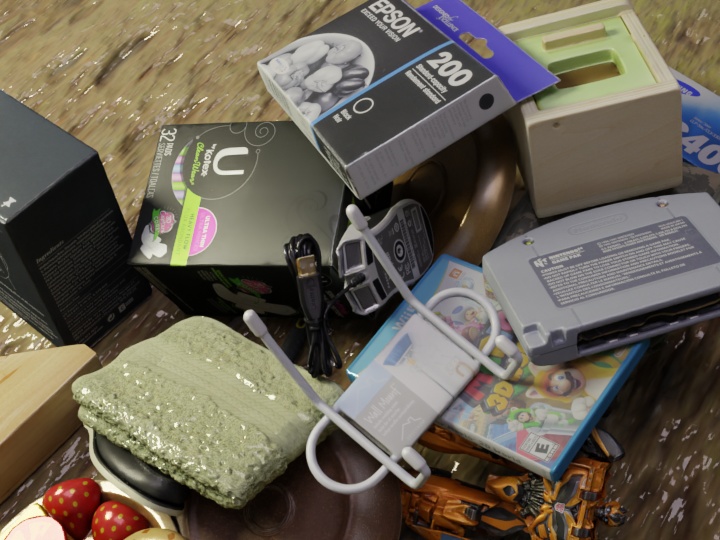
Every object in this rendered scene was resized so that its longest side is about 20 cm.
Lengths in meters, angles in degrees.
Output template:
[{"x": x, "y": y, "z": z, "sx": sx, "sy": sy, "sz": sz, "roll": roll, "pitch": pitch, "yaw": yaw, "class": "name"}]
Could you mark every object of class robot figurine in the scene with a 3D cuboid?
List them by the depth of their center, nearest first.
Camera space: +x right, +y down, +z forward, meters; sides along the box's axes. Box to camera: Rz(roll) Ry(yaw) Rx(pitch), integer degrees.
[{"x": 0.108, "y": 0.167, "z": 0.880, "sx": 0.199, "sy": 0.058, "sz": 0.146, "roll": 12, "pitch": 92, "yaw": 26, "class": "robot figurine"}]

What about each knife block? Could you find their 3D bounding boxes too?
[{"x": -0.321, "y": 0.163, "z": 0.972, "sx": 0.199, "sy": 0.064, "sz": 0.176, "roll": -9, "pitch": 51, "yaw": 0, "class": "knife block"}]

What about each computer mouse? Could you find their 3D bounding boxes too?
[{"x": 0.000, "y": 0.000, "z": 0.923, "sx": 0.044, "sy": 0.110, "sz": 0.200, "roll": -7, "pitch": 16, "yaw": 33, "class": "computer mouse"}]

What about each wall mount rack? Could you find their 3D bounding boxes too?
[{"x": 0.017, "y": 0.058, "z": 0.832, "sx": 0.174, "sy": 0.075, "sz": 0.200, "roll": 39, "pitch": 67, "yaw": 12, "class": "wall mount rack"}]

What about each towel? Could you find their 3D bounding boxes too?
[{"x": -0.120, "y": 0.103, "z": 0.884, "sx": 0.199, "sy": 0.037, "sz": 0.148, "roll": 24, "pitch": 44, "yaw": 34, "class": "towel"}]

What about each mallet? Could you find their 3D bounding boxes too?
[{"x": -0.077, "y": 0.116, "z": 0.996, "sx": 0.066, "sy": 0.041, "sz": 0.200, "roll": 18, "pitch": 52, "yaw": 23, "class": "mallet"}]

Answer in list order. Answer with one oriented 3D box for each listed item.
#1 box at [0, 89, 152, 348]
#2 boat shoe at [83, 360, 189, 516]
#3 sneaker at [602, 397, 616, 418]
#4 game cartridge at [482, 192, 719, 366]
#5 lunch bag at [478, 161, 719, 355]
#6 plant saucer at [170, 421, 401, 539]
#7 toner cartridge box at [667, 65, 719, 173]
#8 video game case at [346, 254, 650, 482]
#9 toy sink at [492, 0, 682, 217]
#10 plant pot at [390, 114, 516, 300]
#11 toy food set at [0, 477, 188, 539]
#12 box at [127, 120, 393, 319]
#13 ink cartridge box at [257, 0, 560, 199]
[{"x": -0.302, "y": -0.041, "z": 1.047, "sx": 0.148, "sy": 0.201, "sz": 0.107, "roll": 32, "pitch": 61, "yaw": 28, "class": "box"}, {"x": -0.182, "y": 0.133, "z": 0.926, "sx": 0.063, "sy": 0.073, "sz": 0.201, "roll": -58, "pitch": 30, "yaw": 5, "class": "boat shoe"}, {"x": 0.128, "y": 0.102, "z": 0.954, "sx": 0.199, "sy": 0.098, "sz": 0.071, "roll": -11, "pitch": 44, "yaw": 30, "class": "sneaker"}, {"x": 0.205, "y": 0.000, "z": 0.886, "sx": 0.199, "sy": 0.041, "sz": 0.133, "roll": -15, "pitch": 42, "yaw": -5, "class": "game cartridge"}, {"x": 0.219, "y": -0.015, "z": 1.007, "sx": 0.163, "sy": 0.118, "sz": 0.200, "roll": 25, "pitch": 54, "yaw": 28, "class": "lunch bag"}, {"x": -0.067, "y": 0.190, "z": 0.885, "sx": 0.199, "sy": 0.037, "sz": 0.202, "roll": -7, "pitch": 69, "yaw": 17, "class": "plant saucer"}, {"x": 0.343, "y": -0.131, "z": 1.133, "sx": 0.095, "sy": 0.043, "sz": 0.200, "roll": -34, "pitch": 54, "yaw": -21, "class": "toner cartridge box"}, {"x": 0.106, "y": 0.069, "z": 0.886, "sx": 0.199, "sy": 0.018, "sz": 0.143, "roll": 22, "pitch": 60, "yaw": 36, "class": "video game case"}, {"x": 0.192, "y": -0.162, "z": 0.999, "sx": 0.130, "sy": 0.112, "sz": 0.201, "roll": -12, "pitch": 41, "yaw": 4, "class": "toy sink"}, {"x": 0.066, "y": -0.069, "z": 1.043, "sx": 0.027, "sy": 0.200, "sz": 0.201, "roll": 22, "pitch": 40, "yaw": -33, "class": "plant pot"}, {"x": -0.228, "y": 0.255, "z": 0.874, "sx": 0.198, "sy": 0.049, "sz": 0.200, "roll": -43, "pitch": 54, "yaw": -13, "class": "toy food set"}, {"x": -0.086, "y": -0.045, "z": 1.032, "sx": 0.199, "sy": 0.124, "sz": 0.149, "roll": 1, "pitch": 67, "yaw": 19, "class": "box"}, {"x": 0.036, "y": -0.171, "z": 0.962, "sx": 0.199, "sy": 0.044, "sz": 0.198, "roll": -30, "pitch": 44, "yaw": -8, "class": "ink cartridge box"}]
